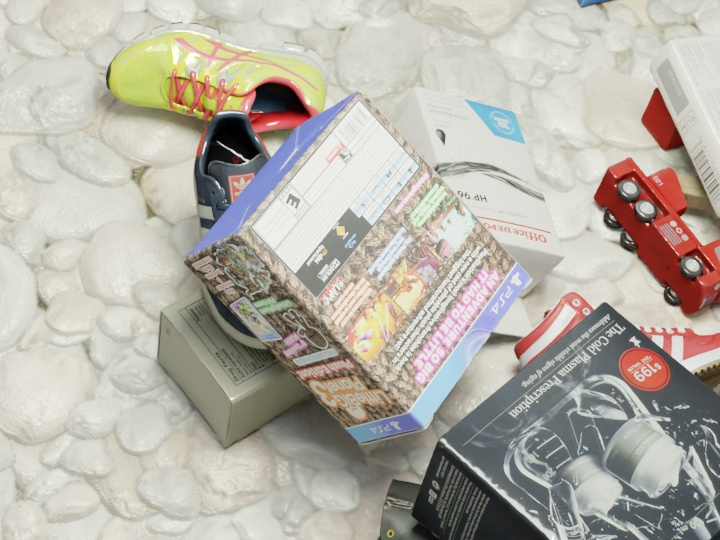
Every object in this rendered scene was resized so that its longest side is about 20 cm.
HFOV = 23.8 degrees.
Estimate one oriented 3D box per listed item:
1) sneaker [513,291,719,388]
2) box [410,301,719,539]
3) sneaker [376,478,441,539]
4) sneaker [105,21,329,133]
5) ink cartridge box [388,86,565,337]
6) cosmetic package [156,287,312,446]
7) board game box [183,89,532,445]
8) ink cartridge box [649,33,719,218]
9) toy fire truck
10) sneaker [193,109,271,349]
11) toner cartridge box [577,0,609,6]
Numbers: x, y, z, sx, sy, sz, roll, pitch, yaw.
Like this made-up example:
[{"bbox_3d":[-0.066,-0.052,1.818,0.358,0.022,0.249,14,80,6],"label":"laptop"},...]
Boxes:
[{"bbox_3d":[0.222,0.061,1.410,0.199,0.071,0.113,-18,64,-19],"label":"sneaker"},{"bbox_3d":[0.173,0.155,1.236,0.182,0.104,0.200,41,54,19],"label":"box"},{"bbox_3d":[0.056,0.246,1.258,0.105,0.075,0.201,9,46,2],"label":"sneaker"},{"bbox_3d":[-0.121,-0.159,1.486,0.198,0.079,0.091,1,39,-10],"label":"sneaker"},{"bbox_3d":[0.097,-0.049,1.443,0.115,0.068,0.201,9,50,-34],"label":"ink cartridge box"},{"bbox_3d":[-0.053,0.042,1.372,0.199,0.073,0.104,-28,64,-26],"label":"cosmetic package"},{"bbox_3d":[0.000,0.000,1.275,0.200,0.097,0.160,47,60,-13],"label":"board game box"},{"bbox_3d":[0.375,-0.139,1.537,0.199,0.050,0.162,-8,65,-28],"label":"ink cartridge box"},{"bbox_3d":[0.288,-0.066,1.525,0.140,0.049,0.201,-24,63,-26],"label":"toy fire truck"},{"bbox_3d":[-0.091,-0.038,1.325,0.074,0.085,0.201,-9,58,-16],"label":"sneaker"},{"bbox_3d":[0.293,-0.328,1.712,0.199,0.043,0.095,-14,58,-19],"label":"toner cartridge box"}]
